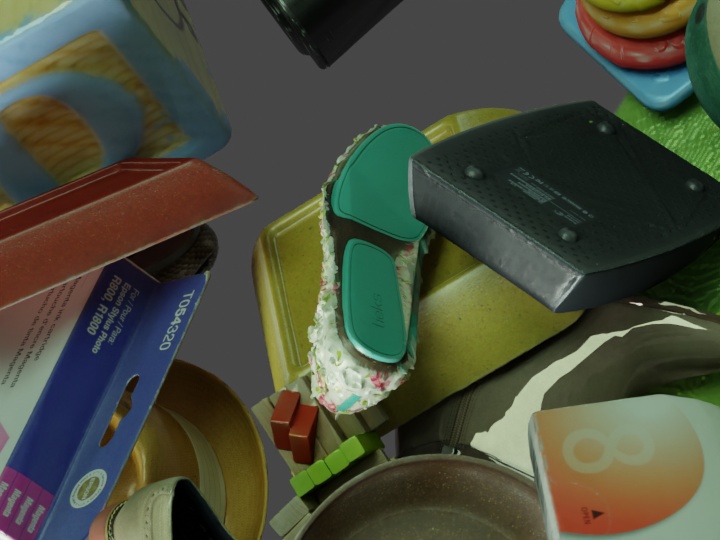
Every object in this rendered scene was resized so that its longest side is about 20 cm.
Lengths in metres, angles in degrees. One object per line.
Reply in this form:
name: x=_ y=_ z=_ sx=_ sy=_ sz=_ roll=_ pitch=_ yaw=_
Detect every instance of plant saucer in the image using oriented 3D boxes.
plant saucer: x=0.042 y=0.200 z=1.552 sx=0.199 sy=0.037 sz=0.202 roll=4 pitch=77 yaw=-16
plant saucer: x=-0.181 y=-0.023 z=1.727 sx=0.199 sy=0.037 sz=0.199 roll=-24 pitch=10 yaw=-17
plant saucer: x=0.019 y=-0.002 z=1.684 sx=0.199 sy=0.048 sz=0.201 roll=-32 pitch=37 yaw=13

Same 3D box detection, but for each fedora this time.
fedora: x=-0.150 y=0.128 z=1.710 sx=0.199 sy=0.082 sz=0.202 roll=-12 pitch=58 yaw=19

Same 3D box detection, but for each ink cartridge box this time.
ink cartridge box: x=-0.198 y=0.080 z=1.680 sx=0.199 sy=0.043 sz=0.197 roll=-15 pitch=41 yaw=42
ink cartridge box: x=0.197 y=0.130 z=1.508 sx=0.198 sy=0.050 sz=0.163 roll=-10 pitch=44 yaw=0

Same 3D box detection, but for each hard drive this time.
hard drive: x=0.120 y=-0.036 z=1.613 sx=0.135 sy=0.200 sz=0.043 roll=34 pitch=119 yaw=23

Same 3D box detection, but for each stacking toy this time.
stacking toy: x=0.154 y=-0.198 z=1.678 sx=0.110 sy=0.200 sz=0.116 roll=-42 pitch=52 yaw=-2

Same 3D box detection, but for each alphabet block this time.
alphabet block: x=-0.223 y=-0.154 z=1.842 sx=0.195 sy=0.195 sz=0.201 roll=-27 pitch=55 yaw=7

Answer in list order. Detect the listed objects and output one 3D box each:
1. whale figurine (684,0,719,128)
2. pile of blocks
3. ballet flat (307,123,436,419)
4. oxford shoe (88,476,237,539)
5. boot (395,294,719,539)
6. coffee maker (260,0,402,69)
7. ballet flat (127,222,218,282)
whale figurine: x=0.250 y=-0.155 z=1.664 sx=0.104 sy=0.158 sz=0.201 roll=-37 pitch=34 yaw=55
pile of blocks: x=-0.010 y=0.147 z=1.591 sx=0.081 sy=0.062 sz=0.202 roll=-10 pitch=88 yaw=15
ballet flat: x=0.000 y=0.000 z=1.606 sx=0.064 sy=0.075 sz=0.201 roll=-56 pitch=15 yaw=41
oxford shoe: x=-0.069 y=0.202 z=1.552 sx=0.075 sy=0.070 sz=0.201 roll=-35 pitch=90 yaw=42
boot: x=0.113 y=0.086 z=1.622 sx=0.199 sy=0.070 sz=0.147 roll=6 pitch=68 yaw=33
coffee maker: x=0.022 y=-0.221 z=1.797 sx=0.200 sy=0.135 sz=0.192 roll=-39 pitch=54 yaw=1
ballet flat: x=-0.174 y=0.025 z=1.810 sx=0.199 sy=0.046 sz=0.068 roll=-29 pitch=42 yaw=12
